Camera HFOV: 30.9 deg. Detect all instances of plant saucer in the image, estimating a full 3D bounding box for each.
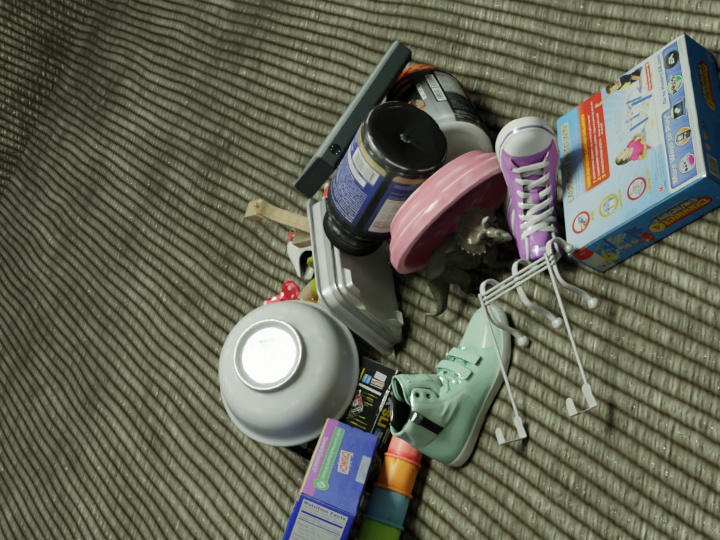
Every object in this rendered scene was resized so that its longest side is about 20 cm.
[{"bbox_3d":[0.109,-0.079,1.610,0.051,0.200,0.201,50,118,14],"label":"plant saucer"}]

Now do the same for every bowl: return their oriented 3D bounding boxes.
[{"bbox_3d":[-0.107,0.122,1.706,0.199,0.090,0.203,-6,68,14],"label":"bowl"}]

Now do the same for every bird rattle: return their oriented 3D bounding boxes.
[{"bbox_3d":[-0.078,0.055,1.848,0.200,0.112,0.164,-35,28,35],"label":"bird rattle"}]

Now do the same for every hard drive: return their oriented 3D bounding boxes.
[{"bbox_3d":[-0.010,-0.199,1.733,0.201,0.033,0.140,-57,5,-20],"label":"hard drive"}]

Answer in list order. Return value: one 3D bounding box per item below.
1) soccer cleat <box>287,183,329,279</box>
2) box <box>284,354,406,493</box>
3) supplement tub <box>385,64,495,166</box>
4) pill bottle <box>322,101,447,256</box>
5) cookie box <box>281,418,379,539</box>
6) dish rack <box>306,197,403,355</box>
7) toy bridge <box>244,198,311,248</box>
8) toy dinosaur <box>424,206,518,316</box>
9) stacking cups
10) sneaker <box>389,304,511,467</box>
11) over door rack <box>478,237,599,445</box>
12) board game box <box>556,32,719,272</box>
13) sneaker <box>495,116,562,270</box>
[{"bbox_3d":[-0.045,-0.064,1.952,0.200,0.068,0.086,-44,47,40],"label":"soccer cleat"},{"bbox_3d":[-0.015,0.193,1.744,0.200,0.049,0.161,14,79,59],"label":"box"},{"bbox_3d":[0.100,-0.192,1.752,0.123,0.122,0.200,-52,28,20],"label":"supplement tub"},{"bbox_3d":[0.023,-0.108,1.634,0.200,0.111,0.113,122,154,-50],"label":"pill bottle"},{"bbox_3d":[-0.050,0.310,1.577,0.171,0.075,0.201,-66,-4,-64],"label":"cookie box"},{"bbox_3d":[0.000,0.000,1.747,0.043,0.171,0.201,-29,45,23],"label":"dish rack"},{"bbox_3d":[-0.071,-0.050,1.849,0.067,0.199,0.027,-9,58,53],"label":"toy bridge"},{"bbox_3d":[0.127,-0.018,1.614,0.200,0.102,0.078,-38,43,42],"label":"toy dinosaur"},{"bbox_3d":[0.036,0.288,1.584,0.060,0.060,0.201,3,69,57],"label":"stacking cups"},{"bbox_3d":[0.103,0.121,1.547,0.074,0.118,0.202,1,69,58],"label":"sneaker"},{"bbox_3d":[0.204,0.083,1.462,0.148,0.066,0.202,-37,53,54],"label":"over door rack"},{"bbox_3d":[0.314,-0.129,1.458,0.195,0.056,0.201,-34,43,42],"label":"board game box"},{"bbox_3d":[0.205,-0.079,1.499,0.072,0.201,0.115,-12,52,3],"label":"sneaker"}]
